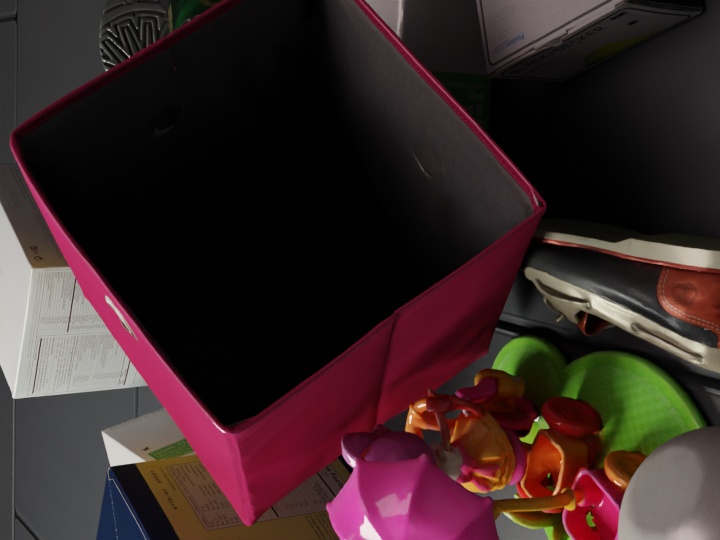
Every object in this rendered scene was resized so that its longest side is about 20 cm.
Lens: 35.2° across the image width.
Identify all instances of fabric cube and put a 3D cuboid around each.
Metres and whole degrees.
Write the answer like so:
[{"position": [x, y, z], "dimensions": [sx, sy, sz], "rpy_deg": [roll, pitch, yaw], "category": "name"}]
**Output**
[{"position": [-0.046, -0.009, 0.635], "dimensions": [0.196, 0.200, 0.200], "rpy_deg": [50, 163, 17], "category": "fabric cube"}]

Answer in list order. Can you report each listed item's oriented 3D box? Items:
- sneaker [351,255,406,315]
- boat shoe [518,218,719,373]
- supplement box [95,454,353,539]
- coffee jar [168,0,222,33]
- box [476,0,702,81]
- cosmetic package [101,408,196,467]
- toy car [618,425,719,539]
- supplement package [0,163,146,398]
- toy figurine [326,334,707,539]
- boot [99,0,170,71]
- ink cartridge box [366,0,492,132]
[{"position": [0.000, 0.000, 0.826], "dimensions": [0.200, 0.077, 0.089], "rpy_deg": [-127, 42, -53], "category": "sneaker"}, {"position": [0.132, 0.007, 0.618], "dimensions": [0.200, 0.071, 0.063], "rpy_deg": [14, 107, 52], "category": "boat shoe"}, {"position": [-0.087, 0.251, 0.850], "dimensions": [0.134, 0.199, 0.201], "rpy_deg": [45, 128, 47], "category": "supplement box"}, {"position": [-0.104, -0.163, 0.887], "dimensions": [0.086, 0.104, 0.201], "rpy_deg": [89, 177, -48], "category": "coffee jar"}, {"position": [0.113, -0.219, 0.637], "dimensions": [0.116, 0.060, 0.201], "rpy_deg": [-22, 73, 56], "category": "box"}, {"position": [-0.147, 0.176, 0.997], "dimensions": [0.200, 0.107, 0.085], "rpy_deg": [4, 110, 63], "category": "cosmetic package"}, {"position": [0.213, 0.093, 0.434], "dimensions": [0.200, 0.175, 0.150], "rpy_deg": [-21, 39, 56], "category": "toy car"}, {"position": [-0.254, 0.003, 1.101], "dimensions": [0.191, 0.199, 0.148], "rpy_deg": [50, 132, 45], "category": "supplement package"}, {"position": [0.063, 0.112, 0.622], "dimensions": [0.200, 0.183, 0.151], "rpy_deg": [46, 129, 47], "category": "toy figurine"}, {"position": [-0.199, -0.177, 1.052], "dimensions": [0.200, 0.065, 0.166], "rpy_deg": [-131, 29, -73], "category": "boot"}, {"position": [0.021, -0.190, 0.761], "dimensions": [0.146, 0.084, 0.201], "rpy_deg": [20, 109, 56], "category": "ink cartridge box"}]
